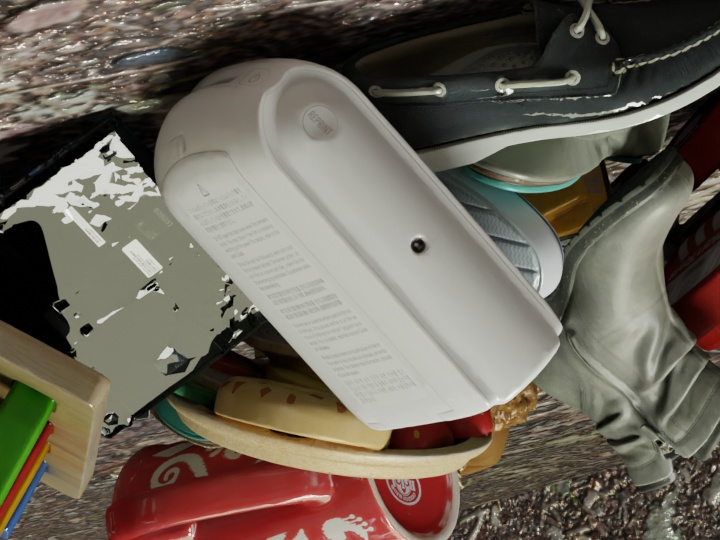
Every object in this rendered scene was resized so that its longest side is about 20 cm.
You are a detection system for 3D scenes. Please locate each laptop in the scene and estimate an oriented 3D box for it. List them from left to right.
[{"bbox_3d":[-0.175,0.001,1.434,0.200,0.103,0.177,-37,134,6],"label":"laptop"}]

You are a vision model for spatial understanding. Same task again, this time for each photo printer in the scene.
[{"bbox_3d":[-0.012,-0.016,1.308,0.069,0.200,0.166,-46,-170,-21],"label":"photo printer"}]

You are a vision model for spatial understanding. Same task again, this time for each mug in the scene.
[{"bbox_3d":[-0.054,0.162,1.748,0.200,0.134,0.178,-20,-169,31],"label":"mug"}]

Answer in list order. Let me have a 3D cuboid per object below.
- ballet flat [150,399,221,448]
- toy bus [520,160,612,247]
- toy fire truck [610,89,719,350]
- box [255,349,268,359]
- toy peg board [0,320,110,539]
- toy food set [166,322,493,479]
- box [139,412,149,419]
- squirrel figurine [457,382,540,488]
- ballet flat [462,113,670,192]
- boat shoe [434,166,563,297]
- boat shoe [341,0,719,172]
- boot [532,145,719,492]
[{"bbox_3d":[-0.118,0.070,1.784,0.065,0.071,0.200,5,-169,-41],"label":"ballet flat"},{"bbox_3d":[0.053,-0.030,1.619,0.200,0.065,0.078,-20,165,37],"label":"toy bus"},{"bbox_3d":[0.189,0.002,1.572,0.200,0.112,0.168,-43,-173,45],"label":"toy fire truck"},{"bbox_3d":[0.000,0.040,1.756,0.136,0.038,0.200,-10,-168,-1],"label":"box"},{"bbox_3d":[-0.246,0.078,1.415,0.200,0.098,0.199,28,160,1],"label":"toy peg board"},{"bbox_3d":[-0.022,0.072,1.548,0.200,0.049,0.198,1,-167,-37],"label":"toy food set"},{"bbox_3d":[-0.243,0.059,1.613,0.200,0.038,0.137,-7,-157,-28],"label":"box"},{"bbox_3d":[0.017,0.088,1.876,0.186,0.142,0.200,-8,-178,-27],"label":"squirrel figurine"},{"bbox_3d":[0.107,-0.084,1.384,0.067,0.064,0.200,24,-163,22],"label":"ballet flat"},{"bbox_3d":[0.034,-0.041,1.387,0.062,0.072,0.200,-25,-141,-38],"label":"boat shoe"},{"bbox_3d":[0.090,-0.101,1.290,0.200,0.060,0.076,-19,-147,5],"label":"boat shoe"},{"bbox_3d":[0.164,0.029,1.458,0.068,0.131,0.200,-43,170,-39],"label":"boot"}]
